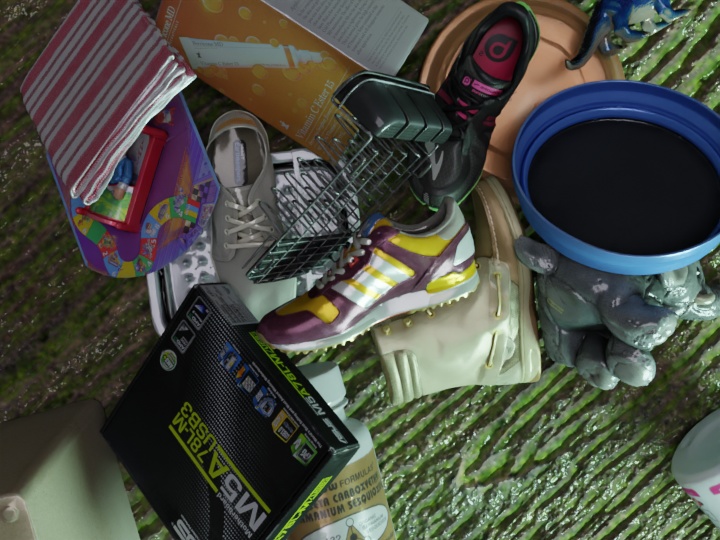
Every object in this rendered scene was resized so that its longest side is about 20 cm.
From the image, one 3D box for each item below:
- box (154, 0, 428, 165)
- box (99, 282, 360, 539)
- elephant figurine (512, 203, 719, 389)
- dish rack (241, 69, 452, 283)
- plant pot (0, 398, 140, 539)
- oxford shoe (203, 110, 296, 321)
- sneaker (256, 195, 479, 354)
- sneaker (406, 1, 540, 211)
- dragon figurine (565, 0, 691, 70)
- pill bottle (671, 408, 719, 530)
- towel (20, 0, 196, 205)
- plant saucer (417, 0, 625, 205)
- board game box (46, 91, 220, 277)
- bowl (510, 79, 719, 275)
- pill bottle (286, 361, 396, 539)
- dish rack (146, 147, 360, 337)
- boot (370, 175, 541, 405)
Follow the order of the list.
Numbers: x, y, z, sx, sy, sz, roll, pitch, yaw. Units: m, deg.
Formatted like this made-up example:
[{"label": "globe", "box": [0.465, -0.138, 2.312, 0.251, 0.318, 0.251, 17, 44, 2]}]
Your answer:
[{"label": "box", "box": [-0.064, -0.206, 0.872, 0.200, 0.124, 0.098, 32, 53, -4]}, {"label": "box", "box": [-0.121, 0.145, 0.873, 0.200, 0.047, 0.193, 48, 114, 23]}, {"label": "elephant figurine", "box": [0.254, 0.005, 0.919, 0.200, 0.141, 0.155, -40, 137, -32]}, {"label": "dish rack", "box": [-0.018, -0.069, 0.831, 0.200, 0.153, 0.055, -47, 73, 22]}, {"label": "plant pot", "box": [-0.316, 0.247, 0.879, 0.200, 0.177, 0.200, -15, 94, -2]}, {"label": "oxford shoe", "box": [-0.100, -0.042, 0.888, 0.075, 0.058, 0.200, -8, 95, -3]}, {"label": "sneaker", "box": [0.000, 0.000, 0.847, 0.200, 0.075, 0.090, -20, 111, -14]}, {"label": "sneaker", "box": [0.094, -0.149, 0.884, 0.077, 0.084, 0.200, 23, 91, 9]}, {"label": "dragon figurine", "box": [0.231, -0.252, 0.912, 0.200, 0.059, 0.099, -31, 92, -18]}, {"label": "pill bottle", "box": [0.398, 0.228, 0.945, 0.113, 0.113, 0.200, -41, 95, 0]}, {"label": "towel", "box": [-0.223, -0.163, 0.861, 0.146, 0.200, 0.030, -49, 137, 12]}, {"label": "plant saucer", "box": [0.153, -0.161, 0.947, 0.200, 0.032, 0.201, 0, 93, -3]}, {"label": "board game box", "box": [-0.216, -0.093, 0.883, 0.158, 0.039, 0.200, -29, 73, 21]}, {"label": "bowl", "box": [0.230, -0.081, 0.867, 0.200, 0.039, 0.201, -2, 54, 2]}, {"label": "pill bottle", "box": [-0.039, 0.191, 0.920, 0.114, 0.114, 0.200, -14, 94, -2]}, {"label": "dish rack", "box": [-0.099, -0.022, 0.938, 0.200, 0.044, 0.172, -6, 95, -3]}, {"label": "boot", "box": [0.079, 0.021, 0.933, 0.155, 0.073, 0.200, -11, 106, -2]}]
